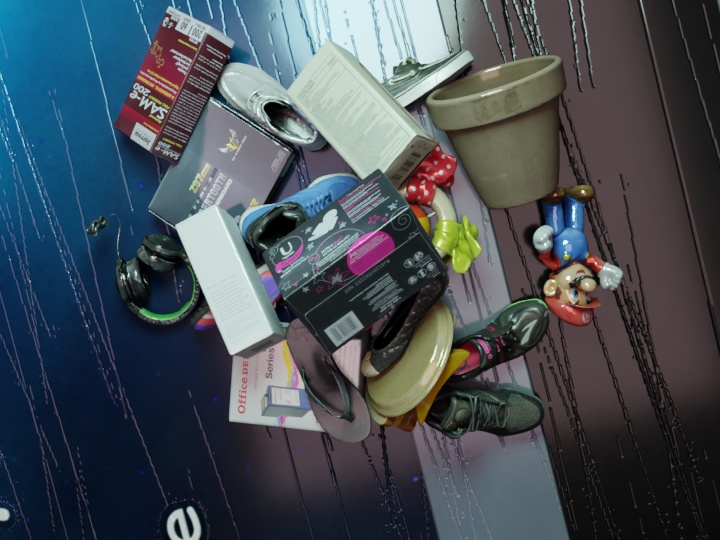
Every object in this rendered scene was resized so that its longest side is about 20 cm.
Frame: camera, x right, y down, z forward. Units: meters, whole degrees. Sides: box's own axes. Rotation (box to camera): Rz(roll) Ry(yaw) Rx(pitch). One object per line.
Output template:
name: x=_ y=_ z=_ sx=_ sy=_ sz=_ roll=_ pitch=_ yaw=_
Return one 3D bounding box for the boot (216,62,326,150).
boot: x=-0.136 y=-0.250 z=1.322 sx=0.198 sy=0.096 sz=0.074 roll=31 pitch=96 yaw=3

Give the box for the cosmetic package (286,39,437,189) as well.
cosmetic package: x=0.001 y=-0.215 z=1.258 sx=0.103 sy=0.087 sz=0.201 roll=-46 pitch=71 yaw=18

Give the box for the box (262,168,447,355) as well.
box: x=-0.008 y=-0.012 z=1.186 sx=0.198 sy=0.115 sz=0.133 roll=-35 pitch=130 yaw=2

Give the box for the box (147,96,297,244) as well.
box: x=-0.211 y=-0.138 z=1.360 sx=0.156 sy=0.051 sz=0.202 roll=32 pitch=96 yaw=3

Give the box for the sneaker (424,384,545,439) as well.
sneaker: x=0.178 y=0.213 z=1.315 sx=0.195 sy=0.114 sz=0.078 roll=8 pitch=97 yaw=3

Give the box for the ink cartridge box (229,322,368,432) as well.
ink cartridge box: x=-0.094 y=0.160 z=1.351 sx=0.195 sy=0.087 sz=0.149 roll=6 pitch=95 yaw=7

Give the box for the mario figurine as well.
mario figurine: x=0.316 y=-0.021 z=1.287 sx=0.121 sy=0.106 sz=0.205 roll=-6 pitch=90 yaw=15

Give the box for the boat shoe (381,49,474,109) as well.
boat shoe: x=0.072 y=-0.280 z=1.312 sx=0.197 sy=0.071 sz=0.065 roll=-29 pitch=91 yaw=9

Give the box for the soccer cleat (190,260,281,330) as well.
soccer cleat: x=-0.170 y=0.045 z=1.362 sx=0.198 sy=0.068 sz=0.074 roll=-35 pitch=94 yaw=4

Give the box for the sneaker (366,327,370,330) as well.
sneaker: x=0.000 y=0.000 z=1.307 sx=0.073 sy=0.080 sz=0.204 roll=-4 pitch=69 yaw=35

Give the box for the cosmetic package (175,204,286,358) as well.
cosmetic package: x=-0.184 y=0.018 z=1.272 sx=0.070 sy=0.101 sz=0.203 roll=-25 pitch=79 yaw=2

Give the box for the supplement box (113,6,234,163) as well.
supplement box: x=-0.281 y=-0.278 z=1.331 sx=0.108 sy=0.060 sz=0.203 roll=31 pitch=97 yaw=35

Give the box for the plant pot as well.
plant pot: x=0.208 y=-0.188 z=1.255 sx=0.196 sy=0.201 sz=0.178 roll=-17 pitch=106 yaw=6

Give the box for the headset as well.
headset: x=-0.332 y=-0.005 z=1.359 sx=0.123 sy=0.094 sz=0.200 roll=-41 pitch=100 yaw=6

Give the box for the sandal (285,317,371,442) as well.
sandal: x=-0.052 y=0.163 z=1.282 sx=0.075 sy=0.043 sz=0.202 roll=-30 pitch=92 yaw=7

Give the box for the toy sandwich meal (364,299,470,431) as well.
toy sandwich meal: x=0.081 y=0.140 z=1.302 sx=0.070 sy=0.205 sz=0.207 roll=30 pitch=98 yaw=-27

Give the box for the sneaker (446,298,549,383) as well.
sneaker: x=0.197 y=0.114 z=1.319 sx=0.198 sy=0.084 sz=0.078 roll=-34 pitch=91 yaw=7

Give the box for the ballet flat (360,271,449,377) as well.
ballet flat: x=0.054 y=0.068 z=1.273 sx=0.056 sy=0.067 sz=0.202 roll=25 pitch=110 yaw=-26

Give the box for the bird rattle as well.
bird rattle: x=0.090 y=-0.080 z=1.291 sx=0.161 sy=0.113 sz=0.203 roll=-28 pitch=94 yaw=-7

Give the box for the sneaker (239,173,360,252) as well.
sneaker: x=-0.076 y=-0.079 z=1.299 sx=0.196 sy=0.111 sz=0.078 roll=-18 pitch=112 yaw=-11
